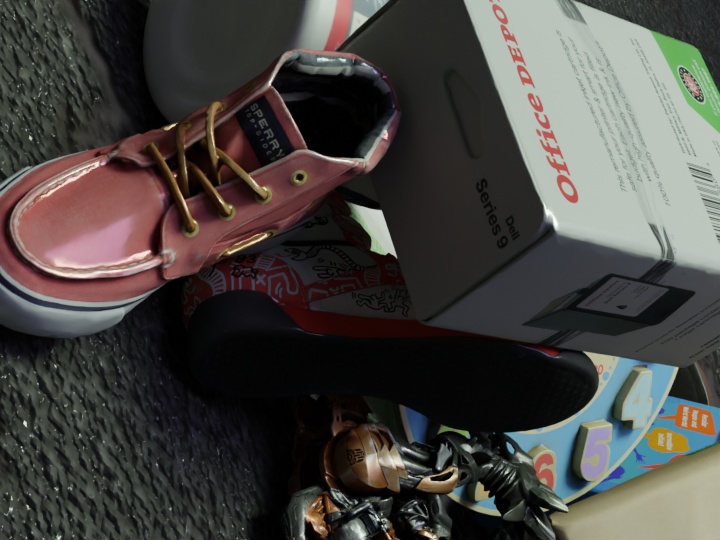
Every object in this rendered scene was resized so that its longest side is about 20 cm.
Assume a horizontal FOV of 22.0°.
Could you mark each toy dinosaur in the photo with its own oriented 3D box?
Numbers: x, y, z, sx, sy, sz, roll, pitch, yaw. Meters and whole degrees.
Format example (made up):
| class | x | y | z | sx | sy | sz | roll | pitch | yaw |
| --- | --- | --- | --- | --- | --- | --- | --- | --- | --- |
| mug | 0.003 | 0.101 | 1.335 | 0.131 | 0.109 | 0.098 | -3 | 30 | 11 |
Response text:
| class | x | y | z | sx | sy | sz | roll | pitch | yaw |
| --- | --- | --- | --- | --- | --- | --- | --- | --- | --- |
| toy dinosaur | 0.015 | 0.106 | 0.866 | 0.135 | 0.102 | 0.201 | 14 | 73 | -41 |

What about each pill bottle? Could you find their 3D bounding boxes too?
| class | x | y | z | sx | sy | sz | roll | pitch | yaw |
| --- | --- | --- | --- | --- | --- | --- | --- | --- | --- |
| pill bottle | 0.000 | -0.096 | 0.930 | 0.200 | 0.119 | 0.120 | 21 | 49 | -46 |

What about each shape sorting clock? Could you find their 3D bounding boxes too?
| class | x | y | z | sx | sy | sz | roll | pitch | yaw |
| --- | --- | --- | --- | --- | --- | --- | --- | --- | --- |
| shape sorting clock | 0.102 | 0.037 | 0.984 | 0.039 | 0.200 | 0.200 | 19 | -30 | 55 |

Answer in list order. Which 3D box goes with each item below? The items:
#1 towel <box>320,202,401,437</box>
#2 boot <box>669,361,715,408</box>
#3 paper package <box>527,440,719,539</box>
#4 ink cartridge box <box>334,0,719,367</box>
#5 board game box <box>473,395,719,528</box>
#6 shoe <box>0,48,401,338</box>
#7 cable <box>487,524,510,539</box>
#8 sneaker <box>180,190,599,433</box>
| class | x | y | z | sx | sy | sz | roll | pitch | yaw |
| --- | --- | --- | --- | --- | --- | --- | --- | --- | --- |
| towel | 0.000 | 0.000 | 1.007 | 0.149 | 0.031 | 0.201 | 54 | 26 | -30 |
| boot | 0.279 | 0.142 | 1.478 | 0.200 | 0.068 | 0.189 | -1 | 70 | -68 |
| paper package | 0.200 | 0.183 | 0.934 | 0.103 | 0.199 | 0.192 | 129 | -59 | -71 |
| ink cartridge box | 0.096 | -0.045 | 0.847 | 0.199 | 0.084 | 0.147 | 11 | 51 | -45 |
| board game box | 0.180 | 0.124 | 1.102 | 0.152 | 0.199 | 0.045 | -54 | 156 | -66 |
| shoe | -0.067 | -0.039 | 0.739 | 0.200 | 0.091 | 0.072 | -21 | 75 | -51 |
| cable | 0.108 | 0.248 | 1.014 | 0.201 | 0.051 | 0.163 | -94 | 157 | -43 |
| sneaker | 0.013 | 0.010 | 0.867 | 0.200 | 0.067 | 0.108 | 8 | 45 | -19 |
